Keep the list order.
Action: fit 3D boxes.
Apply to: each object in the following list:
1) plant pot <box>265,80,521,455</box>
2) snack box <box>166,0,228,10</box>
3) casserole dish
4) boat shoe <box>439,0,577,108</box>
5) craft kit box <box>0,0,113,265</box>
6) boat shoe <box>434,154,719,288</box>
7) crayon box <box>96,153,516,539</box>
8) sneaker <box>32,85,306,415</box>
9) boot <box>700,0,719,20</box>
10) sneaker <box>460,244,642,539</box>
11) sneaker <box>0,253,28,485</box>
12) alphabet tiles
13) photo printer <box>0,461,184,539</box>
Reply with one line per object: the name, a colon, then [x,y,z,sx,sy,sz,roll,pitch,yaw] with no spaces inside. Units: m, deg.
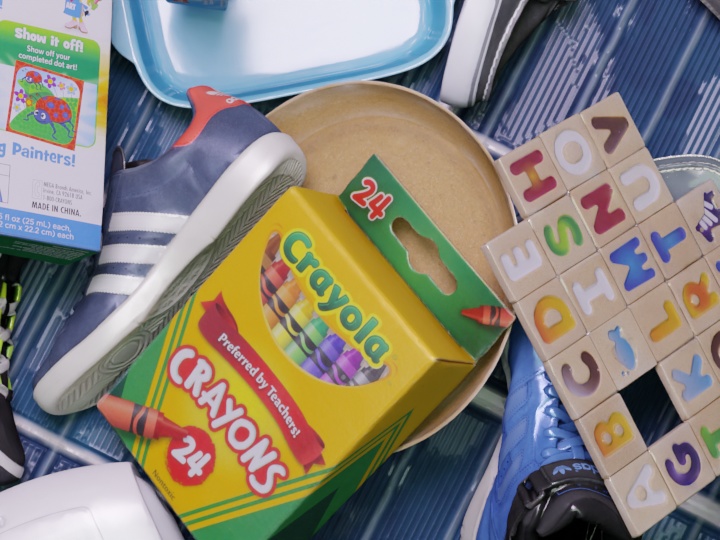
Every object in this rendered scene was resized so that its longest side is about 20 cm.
plant pot: [0.000,0.000,1.146,0.200,0.027,0.200,-2,85,29]
snack box: [-0.076,-0.207,1.073,0.037,0.200,0.116,7,85,-3]
casserole dish: [-0.041,-0.155,1.189,0.200,0.039,0.121,-11,87,-2]
boat shoe: [0.100,-0.177,1.180,0.057,0.069,0.200,22,83,5]
craft kit box: [-0.221,-0.115,1.075,0.200,0.049,0.198,11,75,-32]
boat shoe: [0.120,-0.009,1.172,0.200,0.062,0.073,-22,87,-3]
crayon box: [-0.031,0.048,1.115,0.200,0.051,0.127,-48,66,17]
sneaker: [-0.119,-0.014,1.159,0.085,0.075,0.200,45,99,19]
boot: [0.269,-0.176,1.194,0.182,0.073,0.200,-32,81,-6]
sneaker: [0.112,0.086,1.116,0.077,0.111,0.200,11,102,-22]
sneaker: [-0.209,0.015,1.155,0.083,0.072,0.200,-23,87,-5]
alphabet tiles: [0.148,0.013,1.120,0.167,0.008,0.200,-30,94,-37]
photo printer: [-0.153,0.211,1.143,0.166,0.069,0.200,-26,87,-2]
